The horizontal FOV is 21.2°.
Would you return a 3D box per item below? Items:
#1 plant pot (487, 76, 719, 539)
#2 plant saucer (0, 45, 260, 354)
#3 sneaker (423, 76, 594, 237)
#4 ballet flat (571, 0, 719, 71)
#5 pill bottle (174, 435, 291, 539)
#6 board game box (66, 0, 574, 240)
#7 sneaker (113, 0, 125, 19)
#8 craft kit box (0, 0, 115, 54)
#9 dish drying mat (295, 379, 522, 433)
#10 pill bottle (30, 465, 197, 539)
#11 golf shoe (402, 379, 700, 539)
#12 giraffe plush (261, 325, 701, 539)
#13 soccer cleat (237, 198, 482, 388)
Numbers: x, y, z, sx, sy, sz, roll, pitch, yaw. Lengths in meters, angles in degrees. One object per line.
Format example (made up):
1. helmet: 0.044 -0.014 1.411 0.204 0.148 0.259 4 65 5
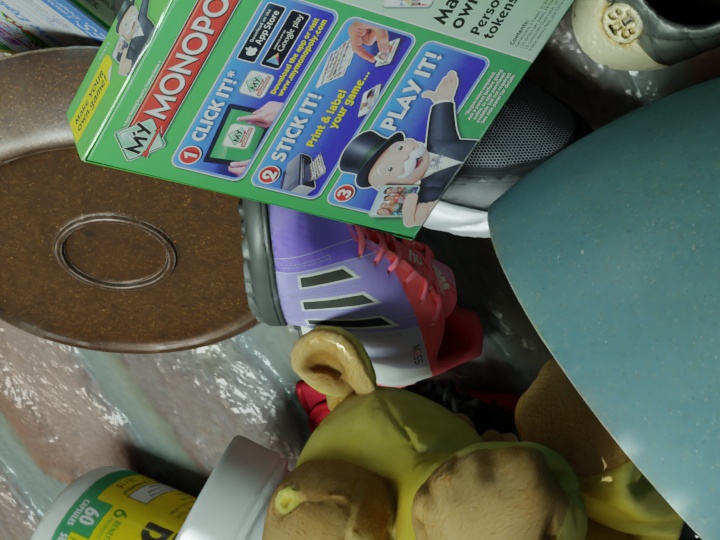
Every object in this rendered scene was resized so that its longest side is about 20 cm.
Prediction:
1. plant pot: 0.158 0.009 0.619 0.135 0.200 0.200 -42 98 16
2. plant saucer: -0.106 -0.019 0.840 0.200 0.035 0.200 2 145 2
3. sneaker: 0.006 -0.092 0.710 0.200 0.075 0.114 28 144 19
4. ballet flat: 0.127 -0.115 0.602 0.066 0.057 0.200 46 143 -7
5. pill bottle: 0.009 0.160 0.921 0.200 0.111 0.111 28 142 2
6. board game box: 0.009 -0.104 0.610 0.134 0.029 0.200 14 125 -32
7. sneaker: -0.058 -0.145 0.635 0.088 0.076 0.200 42 139 33
8. craft kit box: -0.193 -0.144 0.777 0.197 0.049 0.200 11 167 29
9. dish drying mat: 0.058 0.088 0.901 0.200 0.018 0.077 2 130 39
10. pill bottle: -0.077 0.189 1.041 0.200 0.113 0.113 19 139 26
11. golf shoe: 0.069 0.119 0.846 0.200 0.078 0.095 25 141 21
12. giraffe plush: 0.034 0.096 0.718 0.162 0.200 0.173 18 106 34
13. soccer cleat: 0.000 0.000 0.775 0.073 0.068 0.200 -6 158 10
